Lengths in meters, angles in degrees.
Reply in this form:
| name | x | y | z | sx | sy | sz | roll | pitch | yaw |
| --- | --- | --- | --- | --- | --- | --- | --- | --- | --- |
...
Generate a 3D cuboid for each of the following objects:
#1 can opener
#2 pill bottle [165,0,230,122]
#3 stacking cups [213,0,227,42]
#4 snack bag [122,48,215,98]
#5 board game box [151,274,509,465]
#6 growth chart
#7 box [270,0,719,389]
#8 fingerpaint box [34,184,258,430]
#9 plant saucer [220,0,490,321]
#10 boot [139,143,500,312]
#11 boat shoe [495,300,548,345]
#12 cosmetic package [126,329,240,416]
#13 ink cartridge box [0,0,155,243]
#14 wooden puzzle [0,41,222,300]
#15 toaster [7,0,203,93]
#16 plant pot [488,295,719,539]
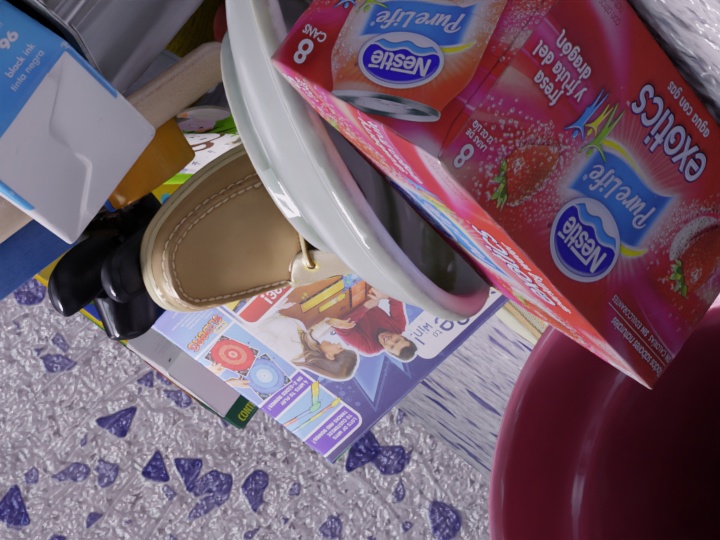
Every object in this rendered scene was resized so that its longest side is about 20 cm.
| name | x | y | z | sx | sy | sz | roll | pitch | yaw |
| --- | --- | --- | --- | --- | --- | --- | --- | --- | --- |
| can opener | -0.119 | -0.004 | 1.294 | 0.200 | 0.063 | 0.079 | -83 | -31 | -87 |
| pill bottle | -0.140 | -0.145 | 1.427 | 0.114 | 0.114 | 0.200 | 34 | 174 | 30 |
| stacking cups | -0.034 | -0.116 | 1.297 | 0.060 | 0.061 | 0.200 | 39 | 176 | -25 |
| snack bag | -0.203 | -0.117 | 1.333 | 0.200 | 0.021 | 0.188 | 25 | 158 | -35 |
| board game box | 0.000 | 0.000 | 1.371 | 0.135 | 0.200 | 0.035 | 38 | -153 | -17 |
| growth chart | -0.078 | -0.072 | 1.409 | 0.144 | 0.018 | 0.200 | -6 | 173 | -41 |
| box | 0.069 | -0.050 | 0.981 | 0.100 | 0.096 | 0.200 | 34 | 174 | 39 |
| fingerpaint box | -0.085 | -0.032 | 1.577 | 0.167 | 0.200 | 0.073 | 40 | 173 | -26 |
| plant saucer | -0.011 | -0.064 | 1.063 | 0.200 | 0.050 | 0.201 | 53 | -158 | -32 |
| boot | 0.009 | -0.021 | 1.203 | 0.155 | 0.199 | 0.073 | 25 | 131 | 58 |
| boat shoe | 0.138 | 0.030 | 1.421 | 0.200 | 0.072 | 0.076 | 33 | 158 | 25 |
| cosmetic package | -0.047 | -0.015 | 1.471 | 0.051 | 0.200 | 0.083 | 39 | 174 | -21 |
| ink cartridge box | -0.200 | -0.104 | 1.126 | 0.200 | 0.068 | 0.116 | 34 | 175 | 22 |
| wooden puzzle | -0.162 | -0.031 | 1.273 | 0.046 | 0.185 | 0.200 | 56 | 150 | -7 |
| toaster | -0.148 | -0.184 | 1.124 | 0.181 | 0.119 | 0.200 | 36 | 174 | 5 |
| plant pot | 0.187 | 0.104 | 1.140 | 0.179 | 0.201 | 0.200 | 22 | -176 | -35 |
